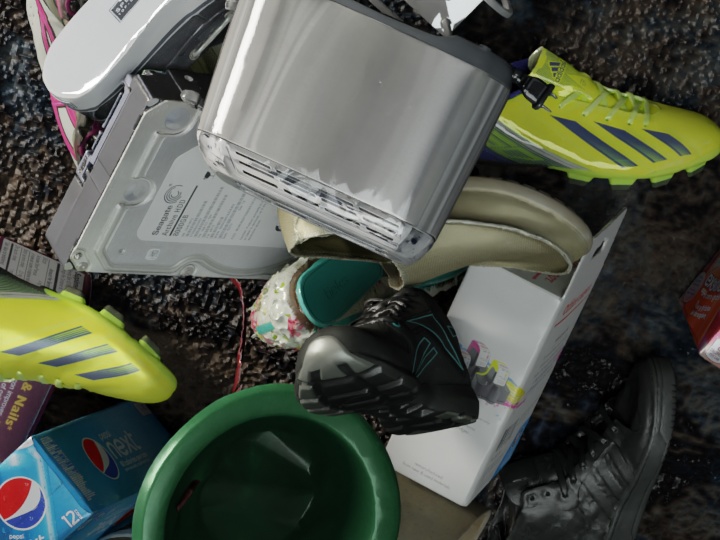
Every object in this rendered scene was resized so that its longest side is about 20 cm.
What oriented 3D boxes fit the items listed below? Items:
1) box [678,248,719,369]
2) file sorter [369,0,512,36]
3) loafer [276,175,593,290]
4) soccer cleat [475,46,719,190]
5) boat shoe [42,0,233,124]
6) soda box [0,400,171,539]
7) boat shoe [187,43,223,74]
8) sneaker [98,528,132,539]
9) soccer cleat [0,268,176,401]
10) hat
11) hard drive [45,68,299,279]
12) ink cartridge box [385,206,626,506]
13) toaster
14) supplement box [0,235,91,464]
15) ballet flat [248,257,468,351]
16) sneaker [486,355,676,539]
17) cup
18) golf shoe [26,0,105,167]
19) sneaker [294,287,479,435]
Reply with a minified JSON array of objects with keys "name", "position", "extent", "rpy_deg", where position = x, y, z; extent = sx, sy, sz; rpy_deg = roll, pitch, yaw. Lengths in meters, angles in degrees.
[{"name":"box","position":[0.322,0.052,1.705],"extent":[0.200,0.096,0.100],"rpy_deg":[33,106,-14]},{"name":"file sorter","position":[0.076,-0.243,1.565],"extent":[0.139,0.125,0.200],"rpy_deg":[41,105,-17]},{"name":"loafer","position":[0.041,-0.021,1.569],"extent":[0.200,0.076,0.068],"rpy_deg":[11,71,4]},{"name":"soccer cleat","position":[0.138,-0.101,1.656],"extent":[0.200,0.065,0.084],"rpy_deg":[3,109,-3]},{"name":"boat shoe","position":[-0.101,-0.165,1.544],"extent":[0.200,0.072,0.068],"rpy_deg":[-46,144,8]},{"name":"soda box","position":[-0.180,0.137,1.665],"extent":[0.068,0.200,0.064],"rpy_deg":[-41,83,14]},{"name":"boat shoe","position":[-0.083,-0.142,1.631],"extent":[0.063,0.073,0.201],"rpy_deg":[-23,114,0]},{"name":"sneaker","position":[-0.139,0.212,1.728],"extent":[0.085,0.200,0.073],"rpy_deg":[-14,76,-27]},{"name":"soccer cleat","position":[-0.211,0.042,1.577],"extent":[0.200,0.065,0.084],"rpy_deg":[27,75,-4]},{"name":"hat","position":[-0.073,0.138,1.650],"extent":[0.166,0.176,0.200],"rpy_deg":[45,82,-17]},{"name":"hard drive","position":[-0.082,-0.056,1.601],"extent":[0.200,0.038,0.140],"rpy_deg":[4,129,-39]},{"name":"ink cartridge box","position":[0.095,0.041,1.678],"extent":[0.068,0.115,0.200],"rpy_deg":[28,109,10]},{"name":"toaster","position":[-0.001,-0.087,1.488],"extent":[0.200,0.114,0.129],"rpy_deg":[24,88,1]},{"name":"supplement box","position":[-0.292,0.032,1.673],"extent":[0.200,0.103,0.131],"rpy_deg":[24,106,-11]},{"name":"ballet flat","position":[0.000,0.000,1.655],"extent":[0.064,0.200,0.076],"rpy_deg":[-25,87,44]},{"name":"sneaker","position":[0.143,0.144,1.756],"extent":[0.104,0.060,0.200],"rpy_deg":[9,115,-10]},{"name":"cup","position":[-0.028,0.197,1.720],"extent":[0.143,0.200,0.200],"rpy_deg":[37,108,10]},{"name":"golf shoe","position":[-0.169,-0.141,1.632],"extent":[0.072,0.092,0.200],"rpy_deg":[-23,133,-24]},{"name":"sneaker","position":[0.011,0.050,1.544],"extent":[0.075,0.200,0.079],"rpy_deg":[-10,76,19]}]
